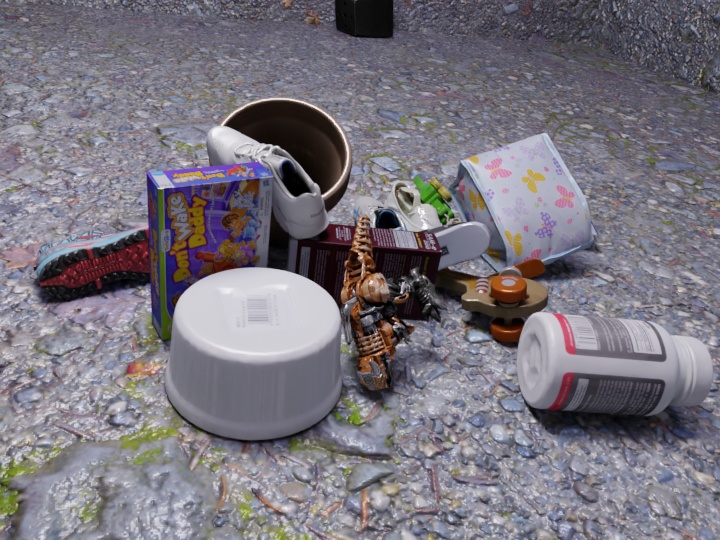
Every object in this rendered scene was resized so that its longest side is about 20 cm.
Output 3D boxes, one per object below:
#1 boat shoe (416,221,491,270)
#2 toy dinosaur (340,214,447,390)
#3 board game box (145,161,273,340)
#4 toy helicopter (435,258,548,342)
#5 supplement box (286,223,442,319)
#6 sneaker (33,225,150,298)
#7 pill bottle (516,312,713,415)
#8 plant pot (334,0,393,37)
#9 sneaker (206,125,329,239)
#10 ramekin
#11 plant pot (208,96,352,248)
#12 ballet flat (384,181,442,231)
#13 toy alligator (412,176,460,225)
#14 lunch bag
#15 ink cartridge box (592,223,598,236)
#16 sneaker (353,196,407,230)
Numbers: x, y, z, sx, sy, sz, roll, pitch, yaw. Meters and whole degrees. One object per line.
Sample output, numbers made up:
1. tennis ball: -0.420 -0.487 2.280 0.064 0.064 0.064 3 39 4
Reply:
1. boat shoe: 0.092 -0.029 0.937 0.199 0.070 0.066 -20 8 13
2. toy dinosaur: 0.025 0.036 0.760 0.102 0.202 0.135 7 0 41
3. board game box: -0.179 -0.023 0.763 0.134 0.201 0.045 -12 37 -30
4. toy helicopter: 0.174 0.018 0.918 0.199 0.079 0.132 17 35 39
5. supplement box: 0.000 0.000 0.863 0.198 0.109 0.061 5 29 -7
6. sneaker: -0.333 -0.032 0.862 0.199 0.080 0.095 -13 34 -33
7. pill bottle: 0.294 0.111 0.748 0.198 0.111 0.111 5 30 -6
8. plant pot: 0.006 -1.052 2.604 0.177 0.201 0.200 -27 44 -29
9. sneaker: -0.115 -0.128 0.804 0.200 0.087 0.075 37 62 14
10. ramekin: -0.113 0.080 0.708 0.199 0.098 0.201 7 30 -4
11. plant pot: -0.118 -0.124 0.950 0.199 0.175 0.202 3 62 -6
12. ballet flat: 0.095 -0.095 1.096 0.069 0.070 0.200 -4 33 -22
13. toy alligator: 0.144 -0.109 1.150 0.054 0.059 0.200 40 13 -35
14. lunch bag: 0.262 -0.097 1.050 0.169 0.127 0.201 -21 70 -13
15. ink cartridge box: 0.322 -0.111 1.205 0.198 0.044 0.197 11 31 -2
16. sneaker: 0.036 -0.081 1.049 0.071 0.073 0.200 -2 30 -15
